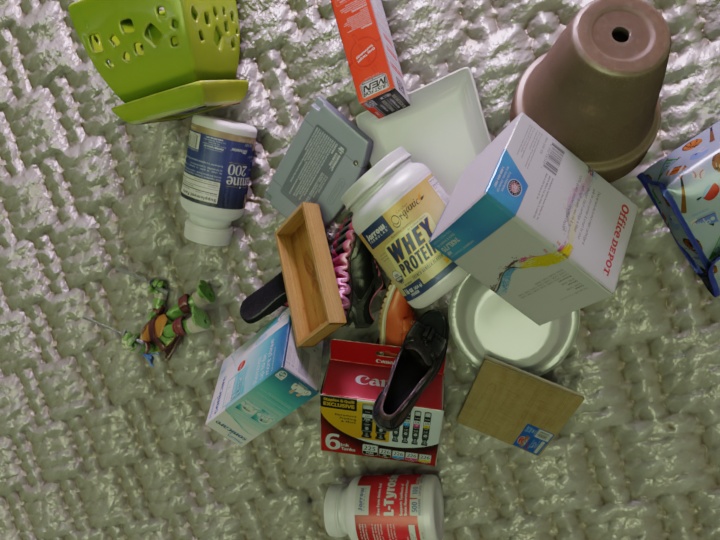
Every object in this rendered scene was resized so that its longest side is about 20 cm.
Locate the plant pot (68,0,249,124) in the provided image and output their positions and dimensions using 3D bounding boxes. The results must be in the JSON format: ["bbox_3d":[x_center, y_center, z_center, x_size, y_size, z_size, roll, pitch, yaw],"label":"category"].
[{"bbox_3d":[-0.300,-0.342,0.909,0.193,0.200,0.186,-9,105,17],"label":"plant pot"}]

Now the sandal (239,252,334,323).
[{"bbox_3d":[-0.120,0.031,0.990,0.197,0.076,0.045,-33,132,8],"label":"sandal"}]

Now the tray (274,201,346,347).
[{"bbox_3d":[-0.082,0.007,0.904,0.098,0.036,0.205,-37,58,44],"label":"tray"}]

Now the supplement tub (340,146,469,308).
[{"bbox_3d":[0.075,-0.064,0.843,0.143,0.144,0.202,-38,92,19],"label":"supplement tub"}]

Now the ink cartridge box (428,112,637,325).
[{"bbox_3d":[0.222,-0.059,0.740,0.198,0.148,0.146,35,151,-7],"label":"ink cartridge box"}]

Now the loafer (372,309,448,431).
[{"bbox_3d":[0.082,0.144,0.852,0.071,0.063,0.203,27,70,11],"label":"loafer"}]

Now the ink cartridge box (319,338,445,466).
[{"bbox_3d":[0.035,0.214,0.921,0.194,0.085,0.180,5,124,6],"label":"ink cartridge box"}]

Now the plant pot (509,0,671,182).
[{"bbox_3d":[0.301,-0.235,0.720,0.194,0.175,0.206,-1,72,4],"label":"plant pot"}]

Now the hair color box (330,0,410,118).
[{"bbox_3d":[0.011,-0.343,0.847,0.060,0.101,0.206,-17,85,18],"label":"hair color box"}]

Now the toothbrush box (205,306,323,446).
[{"bbox_3d":[-0.158,0.178,0.966,0.085,0.148,0.199,39,119,-25],"label":"toothbrush box"}]

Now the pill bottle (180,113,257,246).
[{"bbox_3d":[-0.244,-0.152,0.967,0.108,0.111,0.206,16,104,12],"label":"pill bottle"}]

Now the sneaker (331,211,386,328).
[{"bbox_3d":[0.000,0.000,0.929,0.093,0.079,0.206,12,82,-20],"label":"sneaker"}]

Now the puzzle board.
[{"bbox_3d":[0.240,0.214,0.888,0.147,0.018,0.203,20,141,11],"label":"puzzle board"}]

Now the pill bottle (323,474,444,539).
[{"bbox_3d":[0.041,0.415,0.987,0.194,0.112,0.116,-7,98,17],"label":"pill bottle"}]

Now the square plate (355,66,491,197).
[{"bbox_3d":[0.111,-0.183,0.900,0.193,0.028,0.205,-18,95,19],"label":"square plate"}]

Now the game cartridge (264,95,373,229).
[{"bbox_3d":[-0.066,-0.160,0.938,0.133,0.040,0.202,42,119,10],"label":"game cartridge"}]

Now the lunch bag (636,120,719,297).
[{"bbox_3d":[0.504,-0.083,0.758,0.168,0.124,0.202,-32,104,19],"label":"lunch bag"}]

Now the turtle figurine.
[{"bbox_3d":[-0.375,0.074,1.032,0.189,0.144,0.205,-20,98,15],"label":"turtle figurine"}]

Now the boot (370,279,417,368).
[{"bbox_3d":[0.079,0.094,0.943,0.104,0.075,0.206,11,111,11],"label":"boot"}]

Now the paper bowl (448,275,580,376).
[{"bbox_3d":[0.232,0.068,0.872,0.195,0.104,0.207,3,100,16],"label":"paper bowl"}]
